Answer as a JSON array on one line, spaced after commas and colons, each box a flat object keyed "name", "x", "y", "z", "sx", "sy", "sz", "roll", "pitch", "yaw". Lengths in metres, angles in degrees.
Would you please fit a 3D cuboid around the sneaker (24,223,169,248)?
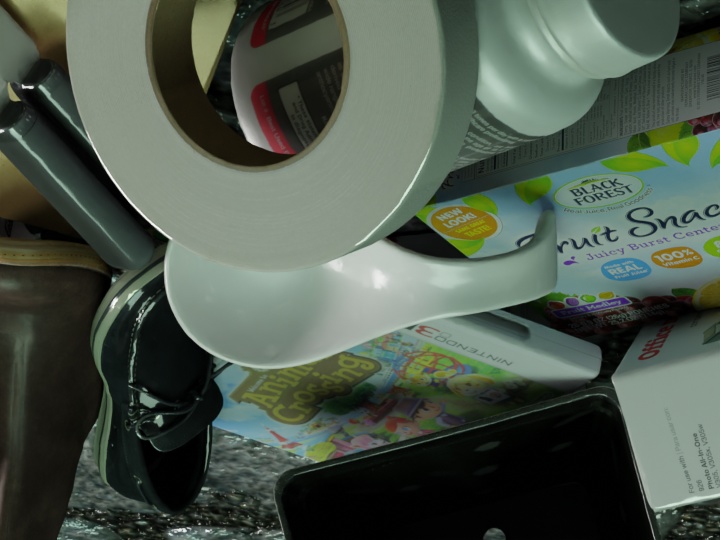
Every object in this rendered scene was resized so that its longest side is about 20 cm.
[{"name": "sneaker", "x": -0.089, "y": -0.038, "z": 1.297, "sx": 0.200, "sy": 0.078, "sz": 0.085, "roll": 8, "pitch": 151, "yaw": -2}]

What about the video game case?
[{"name": "video game case", "x": 0.006, "y": 0.061, "z": 1.345, "sx": 0.182, "sy": 0.022, "sz": 0.200, "roll": 21, "pitch": 147, "yaw": -21}]

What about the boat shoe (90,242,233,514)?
[{"name": "boat shoe", "x": -0.106, "y": 0.062, "z": 1.303, "sx": 0.062, "sy": 0.075, "sz": 0.200, "roll": 39, "pitch": 143, "yaw": 25}]

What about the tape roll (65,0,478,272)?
[{"name": "tape roll", "x": -0.042, "y": -0.100, "z": 1.073, "sx": 0.203, "sy": 0.203, "sz": 0.037, "roll": -14, "pitch": -175, "yaw": 32}]

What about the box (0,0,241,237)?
[{"name": "box", "x": -0.157, "y": -0.101, "z": 1.187, "sx": 0.163, "sy": 0.021, "sz": 0.200, "roll": 14, "pitch": 131, "yaw": -12}]

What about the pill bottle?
[{"name": "pill bottle", "x": 0.044, "y": -0.105, "z": 1.113, "sx": 0.200, "sy": 0.111, "sz": 0.111, "roll": -19, "pitch": 142, "yaw": 39}]

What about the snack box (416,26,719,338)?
[{"name": "snack box", "x": 0.154, "y": -0.042, "z": 1.251, "sx": 0.200, "sy": 0.068, "sz": 0.169, "roll": -15, "pitch": 146, "yaw": 32}]

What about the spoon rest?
[{"name": "spoon rest", "x": 0.000, "y": 0.000, "z": 1.200, "sx": 0.200, "sy": 0.061, "sz": 0.100, "roll": -4, "pitch": 109, "yaw": 3}]

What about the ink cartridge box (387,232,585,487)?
[{"name": "ink cartridge box", "x": 0.043, "y": 0.064, "z": 1.447, "sx": 0.145, "sy": 0.083, "sz": 0.200, "roll": -5, "pitch": 149, "yaw": 18}]

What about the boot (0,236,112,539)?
[{"name": "boot", "x": -0.176, "y": 0.073, "z": 1.287, "sx": 0.072, "sy": 0.167, "sz": 0.200, "roll": 6, "pitch": 169, "yaw": 5}]

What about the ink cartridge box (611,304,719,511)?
[{"name": "ink cartridge box", "x": 0.249, "y": 0.050, "z": 1.282, "sx": 0.200, "sy": 0.146, "sz": 0.084, "roll": -15, "pitch": 101, "yaw": 21}]

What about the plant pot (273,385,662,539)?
[{"name": "plant pot", "x": 0.082, "y": 0.194, "z": 1.370, "sx": 0.199, "sy": 0.200, "sz": 0.177, "roll": -16, "pitch": 169, "yaw": 6}]

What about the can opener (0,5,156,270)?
[{"name": "can opener", "x": -0.165, "y": -0.078, "z": 1.169, "sx": 0.066, "sy": 0.053, "sz": 0.200, "roll": 3, "pitch": 145, "yaw": 49}]

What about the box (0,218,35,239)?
[{"name": "box", "x": -0.303, "y": 0.032, "z": 1.338, "sx": 0.200, "sy": 0.199, "sz": 0.131, "roll": 5, "pitch": 153, "yaw": 7}]
